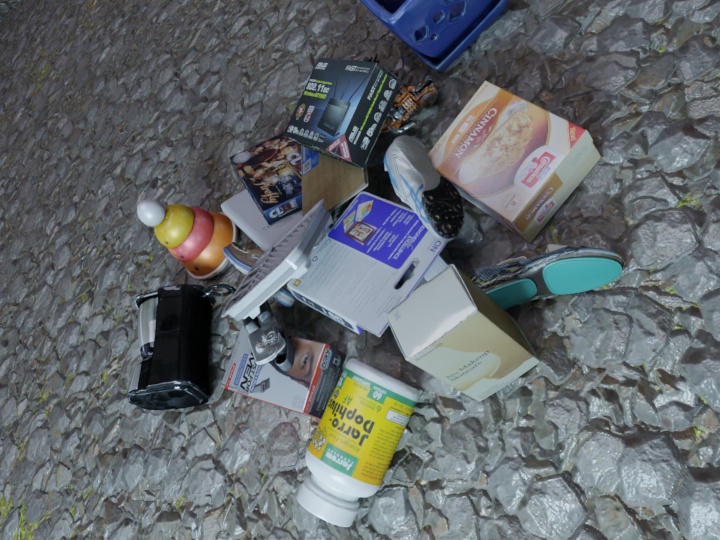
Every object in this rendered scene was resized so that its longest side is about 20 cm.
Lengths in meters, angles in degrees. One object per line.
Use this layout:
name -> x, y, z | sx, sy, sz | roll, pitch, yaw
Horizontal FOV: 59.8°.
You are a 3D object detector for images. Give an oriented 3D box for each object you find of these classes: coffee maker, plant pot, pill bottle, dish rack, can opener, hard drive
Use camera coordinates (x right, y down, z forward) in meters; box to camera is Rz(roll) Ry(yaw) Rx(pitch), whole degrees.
coffee maker -> -0.325, 0.135, 1.136 | 0.191, 0.134, 0.202 | -25, 56, 25
plant pot -> 0.120, -0.471, 1.057 | 0.200, 0.179, 0.201 | -44, 50, 12
pill bottle -> -0.008, 0.233, 0.855 | 0.112, 0.113, 0.202 | 20, 81, 42
dish rack -> -0.121, -0.008, 0.960 | 0.200, 0.043, 0.172 | -39, 16, 34
can opener -> -0.154, 0.091, 1.003 | 0.053, 0.067, 0.200 | -35, 33, 0
hard drive -> -0.158, -0.106, 1.160 | 0.131, 0.026, 0.200 | -33, 44, -19

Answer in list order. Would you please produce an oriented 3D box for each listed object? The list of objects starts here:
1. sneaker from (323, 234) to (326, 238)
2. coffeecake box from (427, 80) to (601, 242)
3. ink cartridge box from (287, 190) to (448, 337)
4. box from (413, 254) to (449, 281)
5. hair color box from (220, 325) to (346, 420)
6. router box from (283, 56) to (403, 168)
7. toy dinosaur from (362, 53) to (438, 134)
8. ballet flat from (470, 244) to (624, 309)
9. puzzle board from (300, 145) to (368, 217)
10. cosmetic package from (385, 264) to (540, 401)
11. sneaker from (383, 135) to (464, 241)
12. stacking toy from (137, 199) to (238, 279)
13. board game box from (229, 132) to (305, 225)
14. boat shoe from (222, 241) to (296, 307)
sneaker -> 0.000, 0.000, 1.004 | 0.088, 0.075, 0.201 | -32, 53, 2
coffeecake box -> 0.212, -0.161, 0.905 | 0.154, 0.073, 0.200 | -51, 48, 5
ink cartridge box -> 0.019, -0.009, 0.920 | 0.199, 0.043, 0.199 | 25, 71, 40
box -> 0.109, -0.006, 0.931 | 0.041, 0.039, 0.200 | -44, 49, 8
hair color box -> -0.128, 0.163, 1.017 | 0.198, 0.064, 0.112 | 6, 71, 38
router box -> -0.034, -0.265, 1.033 | 0.200, 0.062, 0.151 | 31, 96, 53
toy dinosaur -> 0.035, -0.293, 1.101 | 0.198, 0.102, 0.137 | -18, 74, 5
ballet flat -> 0.231, -0.001, 0.810 | 0.198, 0.074, 0.075 | -15, 59, 16
puzzle board -> -0.047, -0.183, 1.073 | 0.150, 0.017, 0.202 | -32, 47, 34
cosmetic package -> 0.129, 0.083, 0.762 | 0.105, 0.200, 0.071 | -38, 50, 17
sneaker -> 0.089, -0.111, 0.904 | 0.073, 0.071, 0.201 | 112, 145, -43
stacking toy -> -0.351, -0.081, 1.217 | 0.145, 0.200, 0.148 | -17, 58, 31
board game box -> -0.152, -0.180, 1.182 | 0.135, 0.035, 0.200 | -27, 47, -12
boat shoe -> -0.172, -0.009, 1.138 | 0.199, 0.072, 0.073 | 34, 86, 33
